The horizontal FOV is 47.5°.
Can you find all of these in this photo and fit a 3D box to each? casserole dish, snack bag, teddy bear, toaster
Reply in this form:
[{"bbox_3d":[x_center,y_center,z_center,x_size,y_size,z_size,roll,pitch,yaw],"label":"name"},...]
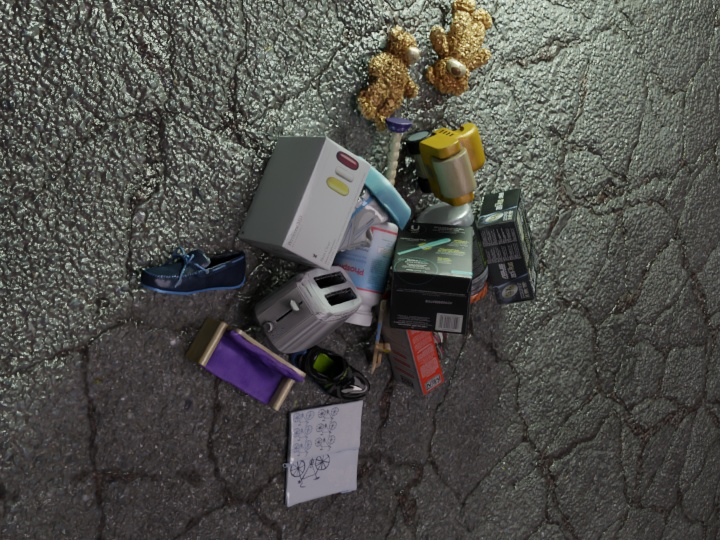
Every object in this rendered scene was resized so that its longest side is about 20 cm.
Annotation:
[{"bbox_3d":[0.031,-0.149,1.504,0.039,0.200,0.121,-41,126,1],"label":"casserole dish"},{"bbox_3d":[-0.072,0.365,1.633,0.188,0.021,0.201,-1,99,-41],"label":"snack bag"},{"bbox_3d":[0.061,-0.366,1.575,0.200,0.067,0.145,-53,129,-19],"label":"teddy bear"},{"bbox_3d":[-0.086,0.066,1.455,0.114,0.129,0.200,59,28,11],"label":"toaster"},{"bbox_3d":[0.208,-0.459,1.670,0.200,0.067,0.145,-54,125,-19],"label":"teddy bear"}]

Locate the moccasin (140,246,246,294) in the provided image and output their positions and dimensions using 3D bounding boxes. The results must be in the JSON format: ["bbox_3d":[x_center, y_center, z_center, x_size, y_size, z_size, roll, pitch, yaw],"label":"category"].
[{"bbox_3d":[-0.276,-0.006,1.356,0.200,0.080,0.068,-9,119,-52],"label":"moccasin"}]

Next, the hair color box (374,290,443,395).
[{"bbox_3d":[0.099,0.145,1.675,0.061,0.101,0.201,-29,120,-26],"label":"hair color box"}]

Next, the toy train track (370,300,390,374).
[{"bbox_3d":[0.046,0.129,1.610,0.200,0.032,0.115,95,3,-51],"label":"toy train track"}]

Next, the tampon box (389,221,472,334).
[{"bbox_3d":[0.137,0.010,1.565,0.200,0.149,0.127,-77,170,-59],"label":"tampon box"}]

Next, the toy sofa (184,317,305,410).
[{"bbox_3d":[-0.198,0.169,1.437,0.200,0.097,0.083,40,73,-38],"label":"toy sofa"}]

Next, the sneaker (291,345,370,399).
[{"bbox_3d":[-0.050,0.201,1.579,0.200,0.083,0.071,39,73,-38],"label":"sneaker"}]

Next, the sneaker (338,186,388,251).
[{"bbox_3d":[-0.027,-0.059,1.484,0.087,0.200,0.075,38,37,-15],"label":"sneaker"}]

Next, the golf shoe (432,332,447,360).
[{"bbox_3d":[0.136,0.096,1.738,0.088,0.077,0.201,-47,131,-47],"label":"golf shoe"}]

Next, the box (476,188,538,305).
[{"bbox_3d":[0.327,-0.053,1.803,0.164,0.086,0.201,-66,142,-56],"label":"box"}]

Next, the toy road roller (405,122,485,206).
[{"bbox_3d":[0.191,-0.225,1.630,0.146,0.200,0.123,-25,116,-10],"label":"toy road roller"}]

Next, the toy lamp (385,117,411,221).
[{"bbox_3d":[0.058,-0.195,1.595,0.058,0.058,0.201,-9,117,-39],"label":"toy lamp"}]

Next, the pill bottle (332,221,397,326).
[{"bbox_3d":[0.000,0.000,1.566,0.109,0.109,0.201,12,90,-41],"label":"pill bottle"}]

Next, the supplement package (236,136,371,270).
[{"bbox_3d":[-0.099,-0.120,1.424,0.111,0.156,0.201,26,82,-37],"label":"supplement package"}]

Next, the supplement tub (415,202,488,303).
[{"bbox_3d":[0.197,-0.035,1.719,0.122,0.122,0.201,-35,119,-30],"label":"supplement tub"}]
